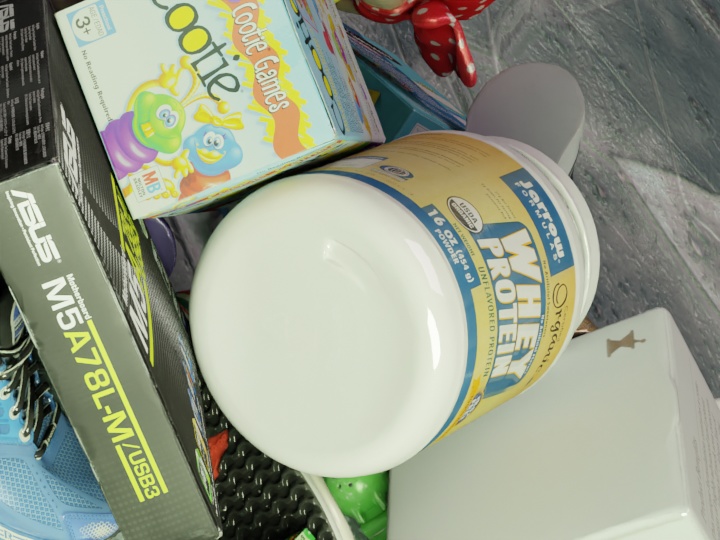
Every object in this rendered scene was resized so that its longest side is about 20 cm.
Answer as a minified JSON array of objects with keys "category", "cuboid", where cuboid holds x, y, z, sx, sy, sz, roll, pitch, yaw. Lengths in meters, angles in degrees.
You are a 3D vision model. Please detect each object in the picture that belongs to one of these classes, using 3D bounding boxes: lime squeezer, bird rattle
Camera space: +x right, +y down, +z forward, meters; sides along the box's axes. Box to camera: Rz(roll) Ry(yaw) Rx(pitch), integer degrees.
[{"category":"lime squeezer","cuboid":[0.011,0.135,1.385,0.200,0.038,0.071,54,-7,0]},{"category":"bird rattle","cuboid":[-0.013,-0.182,1.488,0.199,0.113,0.163,9,7,-43]}]

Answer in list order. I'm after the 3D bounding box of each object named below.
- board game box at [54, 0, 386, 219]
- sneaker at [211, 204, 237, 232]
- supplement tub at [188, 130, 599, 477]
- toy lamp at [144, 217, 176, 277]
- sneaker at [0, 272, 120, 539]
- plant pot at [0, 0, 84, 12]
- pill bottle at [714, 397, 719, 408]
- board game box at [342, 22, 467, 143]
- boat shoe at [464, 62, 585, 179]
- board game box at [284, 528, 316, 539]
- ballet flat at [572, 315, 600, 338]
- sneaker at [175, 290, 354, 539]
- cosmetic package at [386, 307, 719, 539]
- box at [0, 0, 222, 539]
[{"category":"board game box","cuboid":[-0.062,-0.091,1.227,0.200,0.102,0.105,-16,85,-83]},{"category":"sneaker","cuboid":[0.000,0.000,1.393,0.200,0.087,0.075,39,53,15]},{"category":"supplement tub","cuboid":[0.023,0.009,1.250,0.145,0.144,0.200,57,31,6]},{"category":"toy lamp","cuboid":[-0.117,-0.052,1.337,0.058,0.058,0.200,45,19,-18]},{"category":"sneaker","cuboid":[-0.167,0.049,1.101,0.200,0.089,0.079,44,27,-26]},{"category":"plant pot","cuboid":[-0.181,-0.192,1.280,0.201,0.199,0.177,62,14,16]},{"category":"pill bottle","cuboid":[0.218,0.150,1.544,0.114,0.113,0.200,61,-3,14]},{"category":"board game box","cuboid":[0.015,-0.099,1.570,0.151,0.047,0.200,27,12,-44]},{"category":"boat shoe","cuboid":[0.089,-0.039,1.455,0.057,0.068,0.201,88,11,-45]},{"category":"board game box","cuboid":[-0.043,0.210,1.149,0.105,0.023,0.200,53,37,-7]},{"category":"ballet flat","cuboid":[0.119,0.098,1.487,0.071,0.070,0.201,-90,174,-52]},{"category":"sneaker","cuboid":[-0.043,0.092,1.285,0.200,0.070,0.093,56,31,10]},{"category":"cosmetic package","cuboid":[0.128,0.164,1.332,0.201,0.165,0.168,59,19,-30]},{"category":"box","cuboid":[-0.119,-0.002,1.116,0.200,0.047,0.194,-107,178,-63]}]
